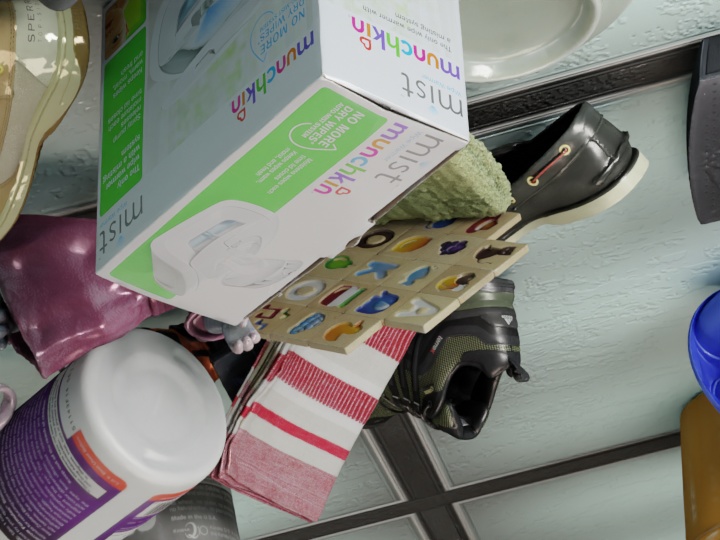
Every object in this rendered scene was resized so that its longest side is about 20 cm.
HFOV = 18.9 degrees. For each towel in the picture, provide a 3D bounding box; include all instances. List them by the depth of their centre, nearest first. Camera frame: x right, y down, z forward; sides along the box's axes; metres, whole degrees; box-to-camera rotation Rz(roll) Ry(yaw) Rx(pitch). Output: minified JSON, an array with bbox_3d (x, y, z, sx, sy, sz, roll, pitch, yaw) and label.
[{"bbox_3d":[-0.002,-0.077,1.299,0.147,0.037,0.200,-3,157,27],"label":"towel"},{"bbox_3d":[-0.021,0.070,1.487,0.144,0.023,0.201,32,86,-56],"label":"towel"}]

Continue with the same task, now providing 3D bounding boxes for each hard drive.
[{"bbox_3d":[0.273,-0.101,1.399,0.134,0.043,0.200,-13,154,3],"label":"hard drive"}]

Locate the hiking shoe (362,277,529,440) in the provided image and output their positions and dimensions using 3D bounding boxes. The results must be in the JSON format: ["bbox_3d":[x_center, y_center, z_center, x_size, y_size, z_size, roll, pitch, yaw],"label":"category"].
[{"bbox_3d":[0.048,0.085,1.604,0.075,0.101,0.200,7,148,-33],"label":"hiking shoe"}]

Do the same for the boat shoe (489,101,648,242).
[{"bbox_3d":[0.097,-0.053,1.404,0.063,0.074,0.201,45,141,-15],"label":"boat shoe"}]

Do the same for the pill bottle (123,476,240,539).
[{"bbox_3d":[-0.149,0.175,1.586,0.113,0.201,0.114,-11,154,-5],"label":"pill bottle"}]

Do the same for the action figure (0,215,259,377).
[{"bbox_3d":[-0.127,0.006,1.314,0.198,0.135,0.149,-13,168,-11],"label":"action figure"}]

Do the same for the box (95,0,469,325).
[{"bbox_3d":[-0.043,-0.099,1.101,0.096,0.178,0.200,22,141,-32],"label":"box"}]

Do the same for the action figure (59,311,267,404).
[{"bbox_3d":[-0.114,0.033,1.481,0.192,0.105,0.201,-18,129,-4],"label":"action figure"}]

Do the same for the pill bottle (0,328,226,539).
[{"bbox_3d":[-0.186,0.129,1.425,0.111,0.112,0.200,11,145,-39],"label":"pill bottle"}]

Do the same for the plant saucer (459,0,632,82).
[{"bbox_3d":[0.078,-0.153,1.203,0.198,0.051,0.201,-10,153,-5],"label":"plant saucer"}]

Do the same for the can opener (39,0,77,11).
[{"bbox_3d":[-0.104,-0.201,1.045,0.066,0.053,0.200,38,132,-14],"label":"can opener"}]

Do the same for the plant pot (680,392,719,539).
[{"bbox_3d":[0.357,0.194,1.861,0.198,0.185,0.201,-9,154,-4],"label":"plant pot"}]

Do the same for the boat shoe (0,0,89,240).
[{"bbox_3d":[-0.212,-0.082,1.204,0.066,0.074,0.200,7,138,-27],"label":"boat shoe"}]

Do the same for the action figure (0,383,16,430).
[{"bbox_3d":[-0.277,0.048,1.300,0.148,0.134,0.200,32,144,-3],"label":"action figure"}]

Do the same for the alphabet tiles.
[{"bbox_3d":[0.000,0.000,1.343,0.199,0.006,0.166,8,-145,45],"label":"alphabet tiles"}]

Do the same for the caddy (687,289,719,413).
[{"bbox_3d":[0.345,0.064,1.646,0.198,0.142,0.105,2,148,-25],"label":"caddy"}]
